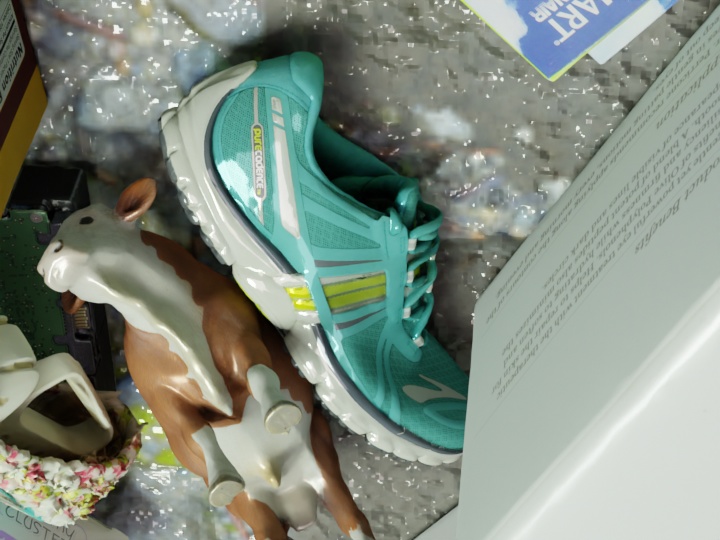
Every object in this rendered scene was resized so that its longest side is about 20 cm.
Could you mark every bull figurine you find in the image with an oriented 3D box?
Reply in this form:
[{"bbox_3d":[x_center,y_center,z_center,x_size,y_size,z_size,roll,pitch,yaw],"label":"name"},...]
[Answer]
[{"bbox_3d":[-0.055,0.052,0.884,0.065,0.121,0.200,-34,138,2],"label":"bull figurine"}]

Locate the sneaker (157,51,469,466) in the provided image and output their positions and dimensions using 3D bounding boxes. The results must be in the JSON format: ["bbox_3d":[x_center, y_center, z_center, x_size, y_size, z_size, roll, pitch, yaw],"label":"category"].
[{"bbox_3d":[0.000,0.000,0.875,0.080,0.078,0.200,-29,121,12],"label":"sneaker"}]

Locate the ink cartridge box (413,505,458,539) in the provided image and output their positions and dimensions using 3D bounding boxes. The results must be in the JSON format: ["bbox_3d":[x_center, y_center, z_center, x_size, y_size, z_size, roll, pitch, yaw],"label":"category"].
[{"bbox_3d":[0.114,0.183,0.988,0.200,0.086,0.146,38,122,-19],"label":"ink cartridge box"}]

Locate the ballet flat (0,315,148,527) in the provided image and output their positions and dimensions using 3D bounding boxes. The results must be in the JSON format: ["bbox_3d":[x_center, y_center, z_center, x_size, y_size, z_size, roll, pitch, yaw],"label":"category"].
[{"bbox_3d":[-0.143,0.048,0.848,0.064,0.076,0.200,-35,158,7],"label":"ballet flat"}]

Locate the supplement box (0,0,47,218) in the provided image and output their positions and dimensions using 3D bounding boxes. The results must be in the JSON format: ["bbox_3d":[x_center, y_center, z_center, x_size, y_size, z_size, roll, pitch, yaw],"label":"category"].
[{"bbox_3d":[-0.241,-0.097,0.789,0.197,0.133,0.200,-4,126,10],"label":"supplement box"}]

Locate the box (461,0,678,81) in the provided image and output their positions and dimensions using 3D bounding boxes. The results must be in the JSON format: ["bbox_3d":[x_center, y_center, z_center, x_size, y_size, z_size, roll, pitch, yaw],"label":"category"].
[{"bbox_3d":[0.056,-0.157,0.762,0.200,0.048,0.122,39,122,-20],"label":"box"}]

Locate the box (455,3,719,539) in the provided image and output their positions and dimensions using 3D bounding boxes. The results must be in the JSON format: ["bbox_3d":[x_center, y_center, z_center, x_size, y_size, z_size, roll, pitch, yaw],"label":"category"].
[{"bbox_3d":[0.168,0.045,0.822,0.200,0.171,0.199,28,126,-14],"label":"box"}]

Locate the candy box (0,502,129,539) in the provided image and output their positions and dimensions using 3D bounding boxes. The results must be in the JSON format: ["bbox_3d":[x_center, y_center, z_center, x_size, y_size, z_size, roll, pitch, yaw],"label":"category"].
[{"bbox_3d":[-0.232,0.136,0.972,0.200,0.072,0.168,-24,131,34],"label":"candy box"}]

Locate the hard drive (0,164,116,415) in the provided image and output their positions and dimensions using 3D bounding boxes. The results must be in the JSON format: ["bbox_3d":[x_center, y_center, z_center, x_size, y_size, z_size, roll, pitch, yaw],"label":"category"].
[{"bbox_3d":[-0.208,0.018,0.933,0.200,0.038,0.140,1,127,7],"label":"hard drive"}]
